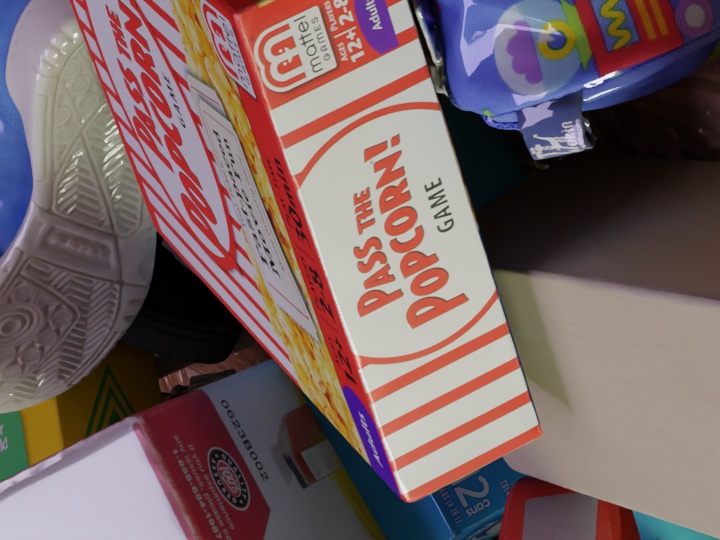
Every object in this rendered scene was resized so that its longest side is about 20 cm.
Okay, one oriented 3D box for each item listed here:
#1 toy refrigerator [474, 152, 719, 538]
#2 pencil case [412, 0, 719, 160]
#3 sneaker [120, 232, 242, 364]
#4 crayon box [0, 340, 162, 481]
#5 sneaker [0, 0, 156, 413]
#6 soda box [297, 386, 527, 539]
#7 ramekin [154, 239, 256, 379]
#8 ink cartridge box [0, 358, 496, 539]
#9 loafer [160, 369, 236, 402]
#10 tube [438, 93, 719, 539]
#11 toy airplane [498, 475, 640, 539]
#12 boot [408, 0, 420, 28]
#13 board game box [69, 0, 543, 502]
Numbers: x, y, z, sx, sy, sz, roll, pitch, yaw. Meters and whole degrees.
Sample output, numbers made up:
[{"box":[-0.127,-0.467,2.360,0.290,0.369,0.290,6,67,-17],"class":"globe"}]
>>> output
[{"box":[0.093,0.017,0.675,0.076,0.070,0.200,64,163,-13],"class":"toy refrigerator"},{"box":[0.026,-0.128,0.632,0.201,0.087,0.078,66,-166,-3],"class":"pencil case"},{"box":[-0.118,-0.050,0.977,0.199,0.104,0.060,27,-171,-8],"class":"sneaker"},{"box":[-0.144,0.141,1.019,0.200,0.058,0.173,-32,60,42],"class":"crayon box"},{"box":[-0.122,-0.050,0.912,0.111,0.077,0.200,57,146,36],"class":"sneaker"},{"box":[0.000,0.000,0.892,0.200,0.064,0.068,60,160,12],"class":"soda box"},{"box":[-0.132,-0.034,1.105,0.201,0.098,0.201,56,167,20],"class":"ramekin"},{"box":[-0.030,0.110,0.918,0.145,0.083,0.200,63,-155,4],"class":"ink cartridge box"},{"box":[-0.097,0.083,1.081,0.063,0.200,0.072,57,-158,1],"class":"loafer"},{"box":[0.064,0.038,0.811,0.200,0.050,0.077,59,162,-6],"class":"tube"},{"box":[0.063,0.176,0.717,0.199,0.200,0.141,40,174,22],"class":"toy airplane"},{"box":[-0.025,-0.140,0.773,0.165,0.066,0.200,57,164,-5],"class":"boot"},{"box":[-0.029,-0.046,0.729,0.200,0.046,0.152,44,156,57],"class":"board game box"}]
